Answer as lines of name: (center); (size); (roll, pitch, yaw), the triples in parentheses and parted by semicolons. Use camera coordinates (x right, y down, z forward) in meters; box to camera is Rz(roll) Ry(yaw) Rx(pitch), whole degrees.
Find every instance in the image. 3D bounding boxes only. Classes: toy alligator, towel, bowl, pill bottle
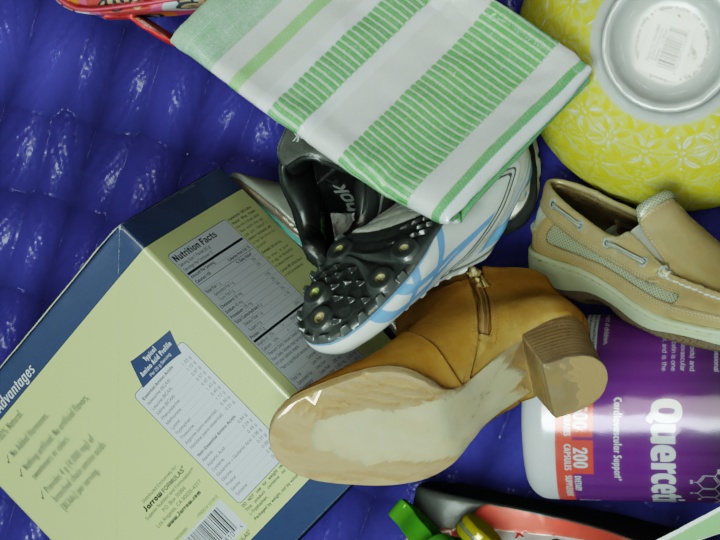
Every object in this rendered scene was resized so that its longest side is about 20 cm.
toy alligator: (0.088, 0.210, 1.315); (0.200, 0.054, 0.059); (43, 102, 11)
towel: (0.015, -0.125, 1.272); (0.200, 0.023, 0.153); (37, 64, 13)
bowl: (0.186, -0.133, 1.317); (0.199, 0.108, 0.201); (1, 94, 11)
pill bottle: (0.199, 0.083, 1.323); (0.199, 0.112, 0.113); (0, 93, 11)

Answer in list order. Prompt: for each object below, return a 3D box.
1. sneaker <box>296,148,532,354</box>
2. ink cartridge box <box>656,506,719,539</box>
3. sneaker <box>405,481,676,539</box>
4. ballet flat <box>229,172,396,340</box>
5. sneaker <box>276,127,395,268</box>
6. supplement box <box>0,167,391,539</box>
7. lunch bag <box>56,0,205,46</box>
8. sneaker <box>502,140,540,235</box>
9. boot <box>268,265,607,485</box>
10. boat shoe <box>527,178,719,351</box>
sneaker: (0.039, -0.013, 1.273); (0.072, 0.200, 0.073); (10, 135, 41)
ink cartridge box: (0.217, 0.200, 1.304); (0.145, 0.048, 0.200); (-30, 125, 11)
sneaker: (0.122, 0.203, 1.369); (0.200, 0.067, 0.109); (11, 96, 13)
ballet flat: (0.000, 0.000, 1.390); (0.064, 0.067, 0.200); (-43, 85, -18)
sneaker: (-0.012, -0.088, 1.305); (0.066, 0.090, 0.201); (-3, 90, 20)
supplement box: (-0.100, 0.086, 1.340); (0.200, 0.134, 0.200); (45, 118, 4)
lunch bag: (-0.103, -0.228, 1.377); (0.199, 0.082, 0.177); (-4, 93, 10)
sneaker: (0.056, -0.116, 1.357); (0.073, 0.080, 0.201); (-20, 91, 8)
boot: (0.034, 0.055, 1.260); (0.200, 0.144, 0.071); (-12, 112, -10)
boat shoe: (0.177, -0.009, 1.299); (0.199, 0.071, 0.077); (18, 115, 40)
